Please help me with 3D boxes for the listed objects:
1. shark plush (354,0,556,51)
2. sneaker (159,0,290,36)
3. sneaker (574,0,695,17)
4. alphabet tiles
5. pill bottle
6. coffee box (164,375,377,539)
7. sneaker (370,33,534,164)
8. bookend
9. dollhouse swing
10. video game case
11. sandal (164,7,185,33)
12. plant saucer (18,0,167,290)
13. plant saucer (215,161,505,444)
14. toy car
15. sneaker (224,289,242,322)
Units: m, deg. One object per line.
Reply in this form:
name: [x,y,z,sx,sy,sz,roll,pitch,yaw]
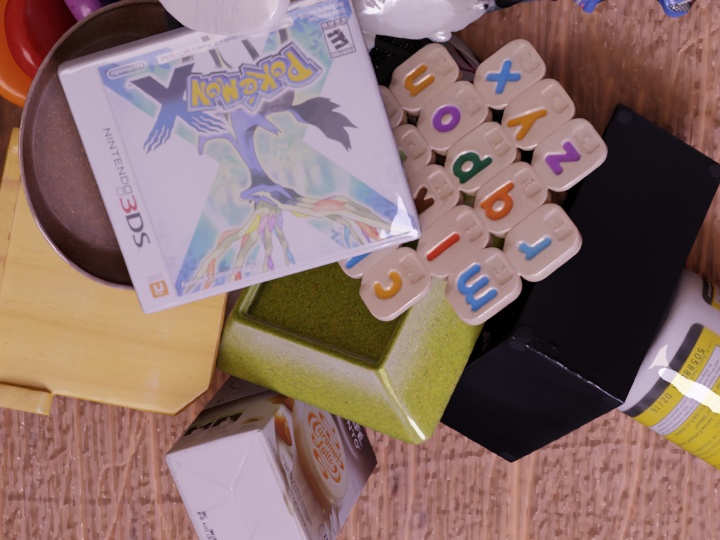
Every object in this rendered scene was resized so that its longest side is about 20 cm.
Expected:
shark plush: [0.044,-0.211,1.495,0.199,0.083,0.091,-9,129,-6]
sneaker: [-0.112,-0.210,1.397,0.200,0.088,0.075,24,116,31]
sneaker: [0.148,-0.219,1.470,0.199,0.075,0.079,7,93,4]
alphabet tiles: [0.064,-0.062,1.459,0.195,0.015,0.200,-37,60,7]
pill bottle: [0.284,0.094,1.520,0.200,0.111,0.111,31,111,-5]
coffee box: [-0.062,0.140,1.578,0.080,0.200,0.115,-17,103,17]
sneaker: [0.066,-0.120,1.530,0.200,0.086,0.081,22,109,6]
bookend: [0.147,0.014,1.530,0.092,0.199,0.200,31,67,-8]
dollhouse swing: [-0.195,0.013,1.591,0.175,0.182,0.201,10,85,-10]
video game case: [-0.078,-0.079,1.418,0.199,0.022,0.183,-16,111,5]
sandal: [-0.067,-0.180,1.483,0.045,0.200,0.075,-19,88,34]
plant saucer: [-0.154,-0.088,1.468,0.037,0.200,0.201,10,115,52]
plant saucer: [0.000,0.000,1.509,0.199,0.048,0.200,18,77,36]
toy car: [-0.189,-0.189,1.533,0.200,0.150,0.175,-32,97,20]
sneaker: [-0.101,-0.009,1.609,0.199,0.073,0.085,5,110,13]
